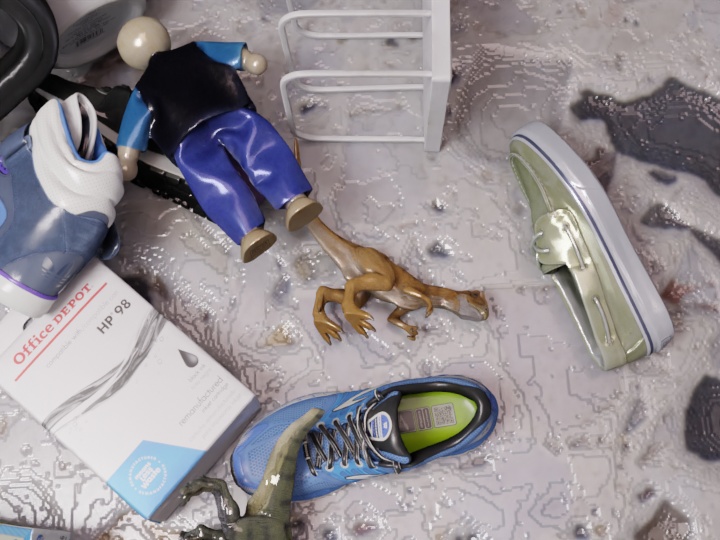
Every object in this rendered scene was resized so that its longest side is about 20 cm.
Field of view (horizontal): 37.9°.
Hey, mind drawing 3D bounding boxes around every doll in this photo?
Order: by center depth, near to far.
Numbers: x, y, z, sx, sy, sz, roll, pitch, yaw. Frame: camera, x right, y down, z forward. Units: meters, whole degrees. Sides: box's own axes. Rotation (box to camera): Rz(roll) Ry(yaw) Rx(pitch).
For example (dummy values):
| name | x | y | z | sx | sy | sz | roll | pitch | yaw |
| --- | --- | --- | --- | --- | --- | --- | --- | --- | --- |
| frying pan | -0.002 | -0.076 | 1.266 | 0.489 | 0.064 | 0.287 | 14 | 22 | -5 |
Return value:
| name | x | y | z | sx | sy | sz | roll | pitch | yaw |
| --- | --- | --- | --- | --- | --- | --- | --- | --- | --- |
| doll | -0.117 | -0.104 | 0.760 | 0.136 | 0.048 | 0.200 | -35 | 79 | -1 |

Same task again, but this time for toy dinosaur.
| name | x | y | z | sx | sy | sz | roll | pitch | yaw |
| --- | --- | --- | --- | --- | --- | --- | --- | --- | --- |
| toy dinosaur | -0.082 | 0.179 | 0.725 | 0.088 | 0.047 | 0.201 | 10 | 104 | 1 |
| toy dinosaur | 0.000 | 0.000 | 0.804 | 0.200 | 0.060 | 0.106 | 33 | 54 | 2 |

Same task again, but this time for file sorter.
| name | x | y | z | sx | sy | sz | roll | pitch | yaw |
| --- | --- | --- | --- | --- | --- | --- | --- | --- | --- |
| file sorter | 0.004 | -0.208 | 0.805 | 0.124 | 0.139 | 0.201 | -1 | 76 | 2 |

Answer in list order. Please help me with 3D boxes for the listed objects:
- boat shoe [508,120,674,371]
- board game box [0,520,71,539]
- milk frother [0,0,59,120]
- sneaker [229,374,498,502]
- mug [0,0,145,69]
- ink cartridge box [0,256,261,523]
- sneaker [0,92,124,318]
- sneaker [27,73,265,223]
| name | x | y | z | sx | sy | sz | roll | pitch | yaw |
| --- | --- | --- | --- | --- | --- | --- | --- | --- | --- |
| boat shoe | 0.162 | -0.019 | 0.793 | 0.062 | 0.072 | 0.200 | -29 | 81 | -10 |
| board game box | -0.269 | 0.268 | 0.702 | 0.134 | 0.034 | 0.201 | -1 | 74 | 34 |
| milk frother | -0.325 | -0.191 | 0.717 | 0.188 | 0.180 | 0.200 | -43 | 56 | 5 |
| sneaker | 0.002 | 0.113 | 0.750 | 0.199 | 0.089 | 0.079 | -16 | 76 | -2 |
| mug | -0.232 | -0.264 | 0.821 | 0.200 | 0.148 | 0.176 | -32 | 85 | -28 |
| ink cartridge box | -0.185 | 0.075 | 0.768 | 0.200 | 0.067 | 0.116 | 39 | 78 | 9 |
| sneaker | -0.246 | -0.072 | 0.763 | 0.200 | 0.081 | 0.147 | 37 | 95 | 35 |
| sneaker | -0.156 | -0.112 | 0.820 | 0.200 | 0.076 | 0.088 | 28 | 71 | -3 |
